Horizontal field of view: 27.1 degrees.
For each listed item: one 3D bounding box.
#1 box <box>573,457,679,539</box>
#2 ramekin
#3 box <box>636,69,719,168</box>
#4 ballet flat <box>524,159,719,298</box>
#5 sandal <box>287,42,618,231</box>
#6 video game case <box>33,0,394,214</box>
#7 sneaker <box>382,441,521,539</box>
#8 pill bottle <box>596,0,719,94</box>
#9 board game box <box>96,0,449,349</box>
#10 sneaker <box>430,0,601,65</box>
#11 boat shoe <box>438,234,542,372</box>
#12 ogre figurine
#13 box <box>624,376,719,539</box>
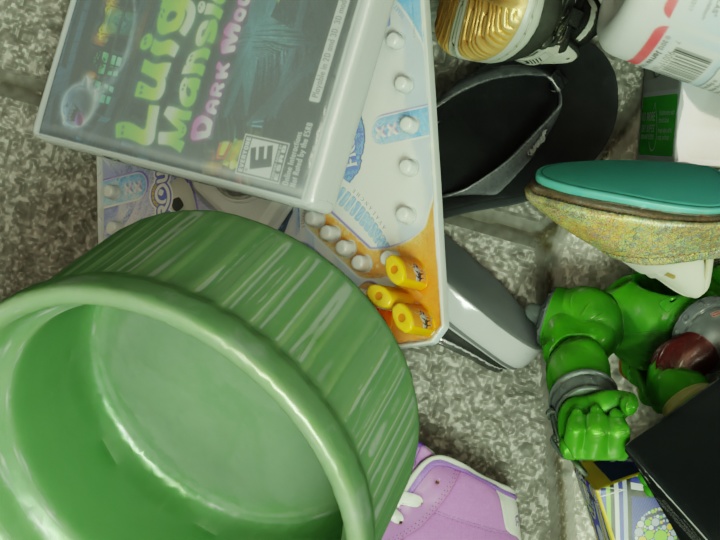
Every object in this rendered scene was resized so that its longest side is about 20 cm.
[{"bbox_3d":[0.178,0.192,0.795,0.064,0.070,0.200,-20,94,-1],"label":"box"},{"bbox_3d":[-0.071,0.071,0.653,0.200,0.098,0.200,13,124,19],"label":"ramekin"},{"bbox_3d":[0.255,-0.134,0.767,0.199,0.097,0.177,5,96,-2],"label":"box"},{"bbox_3d":[0.177,-0.019,0.703,0.199,0.071,0.071,-3,94,-1],"label":"ballet flat"},{"bbox_3d":[0.056,-0.064,0.753,0.200,0.043,0.076,-27,78,-25],"label":"sandal"},{"bbox_3d":[-0.062,-0.141,0.705,0.181,0.023,0.201,16,89,34],"label":"video game case"},{"bbox_3d":[-0.007,0.142,0.773,0.200,0.073,0.115,2,89,-27],"label":"sneaker"},{"bbox_3d":[0.215,-0.117,0.665,0.200,0.109,0.109,19,92,-4],"label":"pill bottle"},{"bbox_3d":[-0.056,-0.054,0.717,0.200,0.026,0.201,-10,78,31],"label":"board game box"},{"bbox_3d":[0.080,-0.133,0.706,0.087,0.200,0.076,16,104,-8],"label":"sneaker"},{"bbox_3d":[0.000,0.000,0.781,0.200,0.070,0.066,34,111,-8],"label":"boat shoe"},{"bbox_3d":[0.173,0.040,0.753,0.200,0.120,0.098,-24,130,-7],"label":"ogre figurine"},{"bbox_3d":[0.242,0.084,0.689,0.200,0.079,0.141,-36,131,-1],"label":"box"}]
